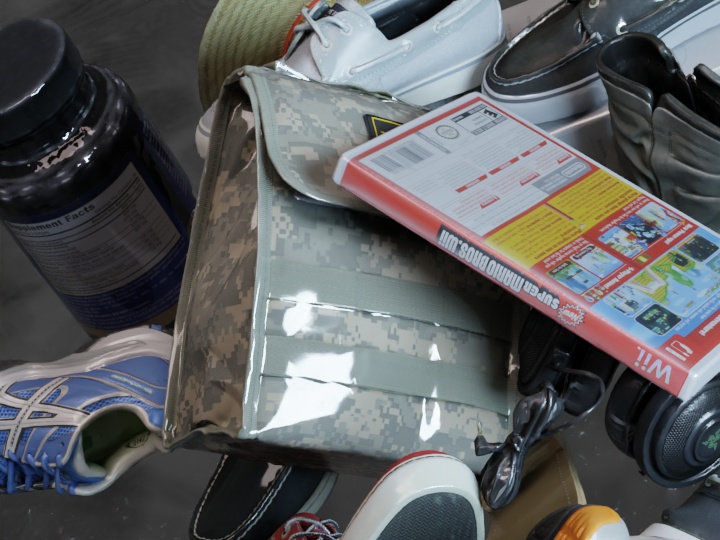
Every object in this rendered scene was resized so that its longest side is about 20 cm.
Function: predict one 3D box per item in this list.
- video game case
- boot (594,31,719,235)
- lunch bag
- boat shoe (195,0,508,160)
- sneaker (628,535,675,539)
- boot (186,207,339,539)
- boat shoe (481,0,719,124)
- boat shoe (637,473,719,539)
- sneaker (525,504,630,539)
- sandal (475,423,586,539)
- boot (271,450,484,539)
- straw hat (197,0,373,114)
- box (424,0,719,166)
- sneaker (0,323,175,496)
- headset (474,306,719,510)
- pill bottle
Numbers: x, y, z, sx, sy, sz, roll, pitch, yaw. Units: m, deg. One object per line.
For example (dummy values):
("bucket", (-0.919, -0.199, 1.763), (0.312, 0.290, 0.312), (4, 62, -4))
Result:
("video game case", (0.102, -0.018, 1.019), (0.199, 0.018, 0.143), (32, 30, 19))
("boot", (0.193, -0.030, 1.074), (0.068, 0.131, 0.200), (-40, 58, -21))
("lunch bag", (0.000, 0.000, 1.078), (0.117, 0.163, 0.202), (-16, 66, 60))
("boat shoe", (-0.007, -0.119, 1.157), (0.200, 0.072, 0.070), (-25, 34, -26))
("sneaker", (0.169, 0.184, 0.915), (0.073, 0.115, 0.200), (-45, 44, -18))
("boot", (-0.060, 0.046, 1.154), (0.073, 0.154, 0.204), (4, 49, 40))
("boat shoe", (0.150, -0.150, 1.150), (0.199, 0.057, 0.069), (-29, 41, 3))
("boat shoe", (0.209, 0.144, 0.955), (0.060, 0.076, 0.199), (-43, 40, -17))
("sneaker", (0.100, 0.197, 0.911), (0.091, 0.202, 0.076), (8, 15, -10))
("sandal", (0.097, 0.142, 1.041), (0.077, 0.070, 0.212), (-39, 16, 16))
("boot", (-0.006, 0.137, 1.029), (0.072, 0.201, 0.145), (8, 34, -20))
("straw hat", (-0.003, -0.130, 1.300), (0.201, 0.201, 0.085), (-38, 64, -8))
("box", (0.129, -0.089, 1.221), (0.199, 0.098, 0.125), (-20, 42, 12))
("sneaker", (-0.189, 0.096, 1.248), (0.199, 0.076, 0.077), (-23, 37, 12))
("headset", (0.120, 0.063, 1.014), (0.123, 0.200, 0.095), (33, 107, 23))
("pill bottle", (-0.168, -0.053, 1.288), (0.111, 0.201, 0.112), (-17, 43, 16))
